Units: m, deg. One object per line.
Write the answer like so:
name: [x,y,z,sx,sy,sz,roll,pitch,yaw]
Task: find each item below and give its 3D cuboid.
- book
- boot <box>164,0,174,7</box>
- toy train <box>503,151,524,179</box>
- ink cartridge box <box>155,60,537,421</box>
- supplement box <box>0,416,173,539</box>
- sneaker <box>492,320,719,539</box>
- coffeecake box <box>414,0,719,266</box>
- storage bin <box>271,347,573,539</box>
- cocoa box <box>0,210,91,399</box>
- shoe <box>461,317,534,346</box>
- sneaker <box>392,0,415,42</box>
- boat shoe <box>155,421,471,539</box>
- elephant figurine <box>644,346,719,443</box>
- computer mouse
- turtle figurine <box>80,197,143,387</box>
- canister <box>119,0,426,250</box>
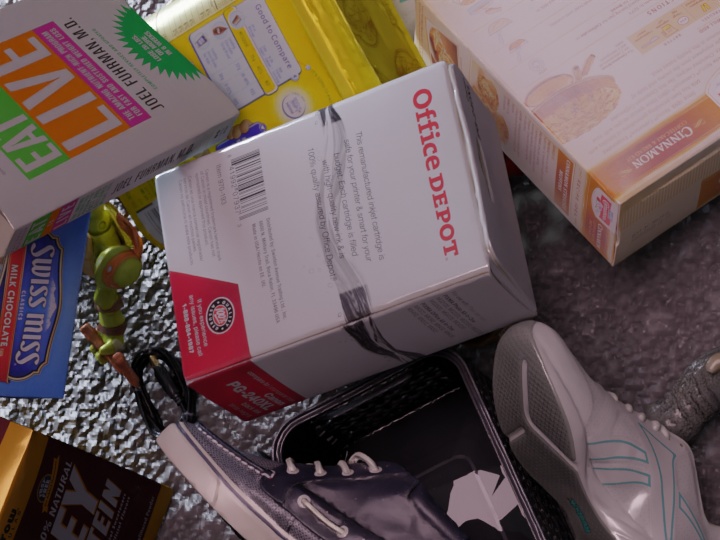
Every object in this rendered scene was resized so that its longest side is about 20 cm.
book: [-0.182,-0.093,1.320,0.134,0.200,0.048,42,132,12]
boot: [-0.102,-0.132,1.517,0.097,0.075,0.200,18,80,27]
toy train: [0.082,-0.073,1.438,0.200,0.034,0.046,5,45,17]
ink cartridge box: [-0.009,-0.016,1.324,0.200,0.083,0.145,-20,60,18]
supplement box: [-0.262,0.151,1.422,0.197,0.200,0.133,18,81,25]
sneaker: [0.145,0.108,1.318,0.080,0.070,0.200,-36,106,-25]
coffeecake box: [0.153,-0.125,1.391,0.153,0.073,0.200,-32,62,-17]
storage bin: [0.049,0.163,1.361,0.135,0.094,0.200,-28,67,11]
cocoa box: [-0.260,-0.012,1.384,0.200,0.131,0.133,-147,64,-61]
shoe: [0.028,-0.011,1.450,0.200,0.053,0.070,34,119,30]
sneaker: [0.031,-0.189,1.468,0.200,0.080,0.070,-44,49,3]
boat shoe: [-0.022,0.134,1.313,0.200,0.075,0.093,41,84,18]
elephant figurine: [0.273,0.049,1.306,0.141,0.155,0.200,22,93,-10]
computer mouse: [-0.090,0.121,1.459,0.059,0.034,0.200,-47,64,3]
turtle figurine: [-0.185,-0.032,1.481,0.064,0.200,0.161,-29,38,-21]
canister: [-0.073,-0.117,1.424,0.200,0.087,0.149,-28,91,24]
